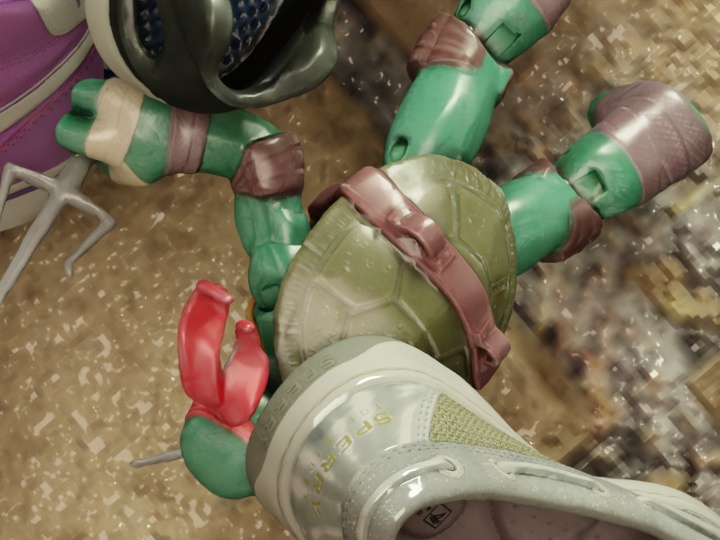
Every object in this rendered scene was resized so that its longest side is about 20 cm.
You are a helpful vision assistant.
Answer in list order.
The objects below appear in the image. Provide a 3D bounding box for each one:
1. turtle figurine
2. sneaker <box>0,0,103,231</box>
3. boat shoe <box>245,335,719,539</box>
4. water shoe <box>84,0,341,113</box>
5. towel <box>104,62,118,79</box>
[{"bbox_3d":[0.000,0.000,0.772,0.200,0.150,0.100,-43,41,-21],"label":"turtle figurine"},{"bbox_3d":[-0.158,-0.041,0.729,0.200,0.115,0.073,-26,63,-19],"label":"sneaker"},{"bbox_3d":[0.056,0.085,0.747,0.075,0.065,0.202,-49,128,4],"label":"boat shoe"},{"bbox_3d":[0.000,-0.130,0.706,0.071,0.079,0.201,18,90,-30],"label":"water shoe"},{"bbox_3d":[-0.097,-0.141,0.835,0.199,0.024,0.145,28,72,8],"label":"towel"}]
